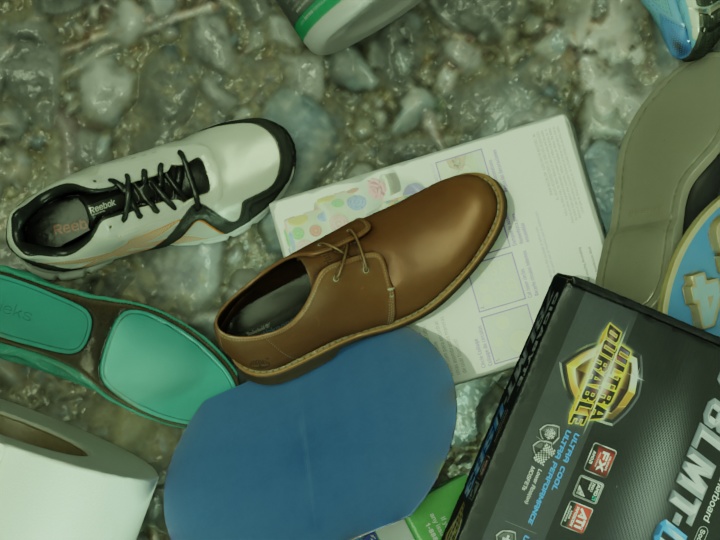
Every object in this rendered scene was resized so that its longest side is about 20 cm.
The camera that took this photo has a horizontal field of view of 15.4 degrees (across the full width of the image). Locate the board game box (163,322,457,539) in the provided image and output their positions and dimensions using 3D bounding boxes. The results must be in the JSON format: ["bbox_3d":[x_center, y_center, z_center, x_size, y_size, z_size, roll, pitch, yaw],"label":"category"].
[{"bbox_3d":[-0.024,0.122,1.629,0.200,0.039,0.158,-24,43,14],"label":"board game box"}]

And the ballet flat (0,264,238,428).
[{"bbox_3d":[-0.171,0.045,1.713,0.200,0.070,0.067,23,86,-12],"label":"ballet flat"}]

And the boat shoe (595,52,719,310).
[{"bbox_3d":[0.200,-0.042,1.661,0.073,0.063,0.200,0,59,38],"label":"boat shoe"}]

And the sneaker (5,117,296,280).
[{"bbox_3d":[-0.135,-0.043,1.711,0.200,0.080,0.074,-23,84,6],"label":"sneaker"}]

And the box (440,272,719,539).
[{"bbox_3d":[0.168,0.129,1.552,0.198,0.050,0.200,23,90,-7],"label":"box"}]

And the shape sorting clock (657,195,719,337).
[{"bbox_3d":[0.265,0.040,1.623,0.200,0.039,0.200,-2,93,-30],"label":"shape sorting clock"}]

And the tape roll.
[{"bbox_3d":[-0.242,0.158,1.661,0.203,0.203,0.139,21,93,8],"label":"tape roll"}]

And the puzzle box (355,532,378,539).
[{"bbox_3d":[-0.026,0.234,1.675,0.200,0.025,0.133,-45,67,-8],"label":"puzzle box"}]

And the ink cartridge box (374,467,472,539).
[{"bbox_3d":[0.131,0.168,1.628,0.200,0.083,0.147,-27,85,-18],"label":"ink cartridge box"}]

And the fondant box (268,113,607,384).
[{"bbox_3d":[0.058,-0.001,1.692,0.200,0.058,0.144,-17,87,7],"label":"fondant box"}]

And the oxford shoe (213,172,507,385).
[{"bbox_3d":[0.000,0.000,1.630,0.200,0.071,0.071,-34,61,4],"label":"oxford shoe"}]

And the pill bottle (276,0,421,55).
[{"bbox_3d":[-0.037,-0.247,1.683,0.113,0.113,0.200,-34,84,6],"label":"pill bottle"}]

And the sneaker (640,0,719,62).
[{"bbox_3d":[0.163,-0.217,1.685,0.090,0.078,0.200,-31,81,25],"label":"sneaker"}]
